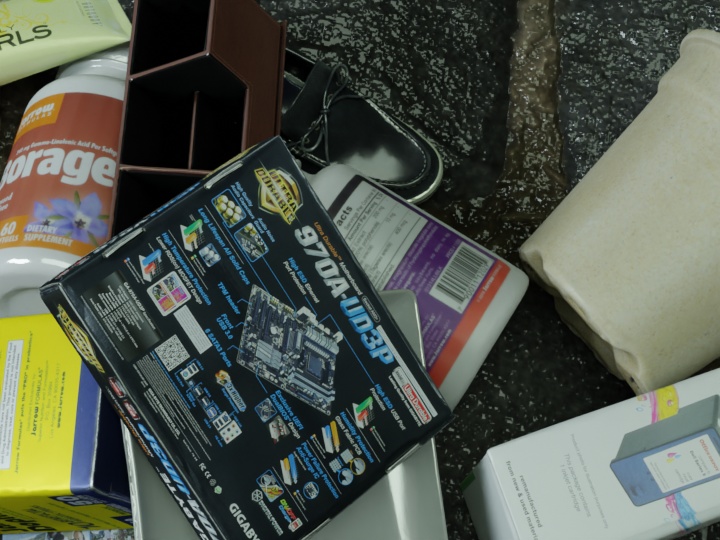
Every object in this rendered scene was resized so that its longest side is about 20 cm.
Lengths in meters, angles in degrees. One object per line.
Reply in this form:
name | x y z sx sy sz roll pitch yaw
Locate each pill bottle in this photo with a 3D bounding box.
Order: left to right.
pill bottle | -0.176 -0.053 1.022 0.112 0.112 0.200 10 56 -1
pill bottle | 0.000 0.000 1.036 0.200 0.111 0.112 32 76 5

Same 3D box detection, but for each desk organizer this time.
desk organizer | -0.100 -0.082 0.977 0.072 0.077 0.201 -14 59 28

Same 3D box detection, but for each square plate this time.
square plate | -0.046 0.118 0.931 0.199 0.028 0.199 -5 85 -27

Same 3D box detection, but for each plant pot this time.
plant pot | 0.213 -0.021 1.029 0.183 0.200 0.201 -41 81 -1

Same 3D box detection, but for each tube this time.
tube | -0.249 -0.142 1.019 0.199 0.052 0.058 -21 92 -12

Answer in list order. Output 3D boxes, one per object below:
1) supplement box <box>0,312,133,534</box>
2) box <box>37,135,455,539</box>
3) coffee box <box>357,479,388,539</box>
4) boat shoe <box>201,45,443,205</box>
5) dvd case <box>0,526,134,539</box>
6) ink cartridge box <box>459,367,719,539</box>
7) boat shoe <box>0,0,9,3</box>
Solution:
supplement box | -0.216 0.097 0.957 0.199 0.109 0.110 -6 69 22
box | -0.061 0.049 0.891 0.159 0.046 0.200 -37 100 -25
coffee box | -0.054 0.224 0.990 0.113 0.080 0.201 10 75 -1
boat shoe | -0.033 -0.107 1.088 0.200 0.062 0.075 31 74 3
dvd case | -0.168 0.142 0.994 0.142 0.018 0.201 -14 67 20
ink cartridge box | 0.175 0.132 0.995 0.199 0.145 0.088 -17 76 -7
boat shoe | -0.281 -0.095 1.069 0.066 0.074 0.200 36 77 -7
